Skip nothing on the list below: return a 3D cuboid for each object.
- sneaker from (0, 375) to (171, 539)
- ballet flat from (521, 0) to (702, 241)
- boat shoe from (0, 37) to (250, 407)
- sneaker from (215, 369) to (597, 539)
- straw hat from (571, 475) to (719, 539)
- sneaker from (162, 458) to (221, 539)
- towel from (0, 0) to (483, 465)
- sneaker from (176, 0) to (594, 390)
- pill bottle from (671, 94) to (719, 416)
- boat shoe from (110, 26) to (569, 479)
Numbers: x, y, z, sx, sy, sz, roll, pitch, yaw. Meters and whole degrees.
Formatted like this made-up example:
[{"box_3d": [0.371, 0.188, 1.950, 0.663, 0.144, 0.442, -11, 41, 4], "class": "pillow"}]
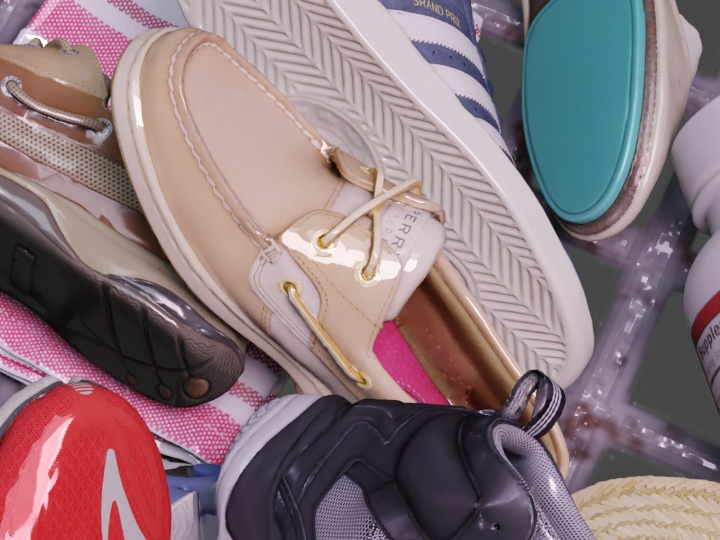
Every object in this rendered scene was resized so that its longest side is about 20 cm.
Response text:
[{"box_3d": [-0.080, 0.129, 0.816, 0.077, 0.085, 0.201, 15, 78, -31], "class": "sneaker"}, {"box_3d": [0.088, -0.098, 1.035, 0.069, 0.070, 0.201, -6, 65, -3], "class": "ballet flat"}, {"box_3d": [-0.110, -0.037, 0.974, 0.199, 0.076, 0.074, 36, 64, 1], "class": "boat shoe"}, {"box_3d": [0.011, 0.114, 0.829, 0.113, 0.075, 0.201, -16, 50, 29], "class": "sneaker"}, {"box_3d": [0.076, 0.155, 0.868, 0.200, 0.085, 0.203, -6, 78, 30], "class": "straw hat"}, {"box_3d": [-0.116, 0.094, 0.916, 0.198, 0.115, 0.081, -5, 100, -36], "class": "sneaker"}, {"box_3d": [-0.062, -0.043, 1.026, 0.146, 0.030, 0.201, 27, 69, 9], "class": "towel"}, {"box_3d": [0.023, -0.053, 0.993, 0.201, 0.075, 0.085, 57, 37, -12], "class": "sneaker"}, {"box_3d": [0.170, 0.036, 0.950, 0.112, 0.112, 0.201, -15, 68, -7], "class": "pill bottle"}, {"box_3d": [0.000, 0.000, 0.932, 0.200, 0.069, 0.074, 53, 42, -23], "class": "boat shoe"}]
